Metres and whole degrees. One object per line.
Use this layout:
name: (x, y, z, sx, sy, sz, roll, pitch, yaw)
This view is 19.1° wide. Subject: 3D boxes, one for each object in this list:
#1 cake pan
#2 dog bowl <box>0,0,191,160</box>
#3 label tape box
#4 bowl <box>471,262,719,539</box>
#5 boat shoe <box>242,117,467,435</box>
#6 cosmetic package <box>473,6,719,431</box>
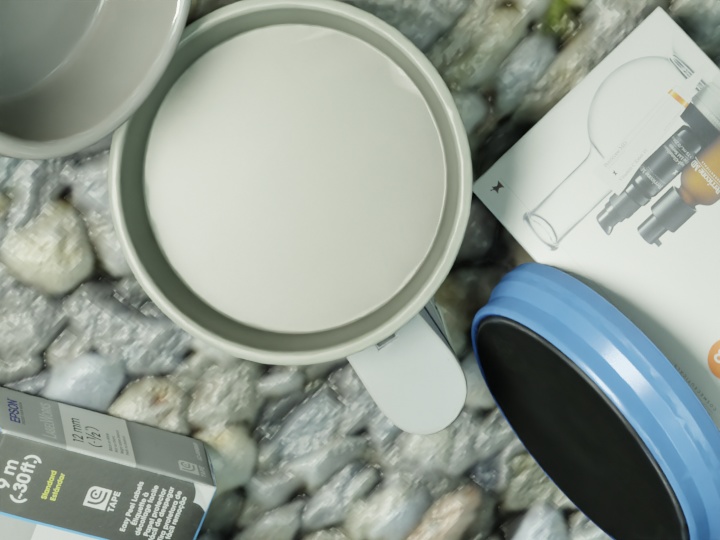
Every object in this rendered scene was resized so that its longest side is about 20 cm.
cake pan: (-0.037, -0.050, 1.173, 0.199, 0.037, 0.201, 0, 94, 5)
dog bowl: (-0.163, -0.147, 1.076, 0.200, 0.059, 0.201, -26, 127, -40)
label tape box: (-0.202, 0.149, 1.252, 0.199, 0.066, 0.144, 16, 109, -21)
bowl: (0.137, 0.087, 1.226, 0.039, 0.200, 0.201, -38, 119, -16)
boat shoe: (0.000, 0.000, 1.231, 0.072, 0.066, 0.200, -35, 96, 8)
cosmetic package: (0.184, -0.025, 1.209, 0.151, 0.052, 0.200, -44, 77, 10)
